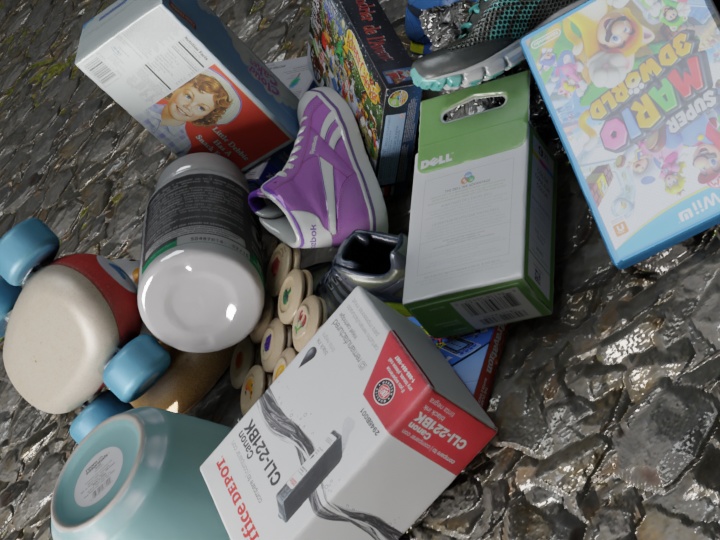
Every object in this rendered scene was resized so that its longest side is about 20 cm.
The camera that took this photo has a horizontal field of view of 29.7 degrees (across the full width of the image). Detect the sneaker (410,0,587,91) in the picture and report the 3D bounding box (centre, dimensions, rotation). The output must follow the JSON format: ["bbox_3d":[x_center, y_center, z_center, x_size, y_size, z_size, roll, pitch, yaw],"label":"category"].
[{"bbox_3d":[0.120,-0.214,1.098,0.199,0.092,0.078,-29,7,-10],"label":"sneaker"}]

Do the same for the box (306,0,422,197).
[{"bbox_3d":[0.000,-0.186,1.282,0.037,0.137,0.201,-12,50,-16],"label":"box"}]

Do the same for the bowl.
[{"bbox_3d":[-0.191,0.198,1.174,0.200,0.105,0.202,-30,37,25],"label":"bowl"}]

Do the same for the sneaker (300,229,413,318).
[{"bbox_3d":[0.000,0.000,1.176,0.199,0.081,0.074,-10,48,45],"label":"sneaker"}]

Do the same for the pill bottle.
[{"bbox_3d":[-0.147,-0.023,1.263,0.113,0.113,0.200,-37,29,17],"label":"pill bottle"}]

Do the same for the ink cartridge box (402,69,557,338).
[{"bbox_3d":[0.098,-0.053,1.078,0.103,0.059,0.201,-14,53,28],"label":"ink cartridge box"}]

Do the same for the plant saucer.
[{"bbox_3d":[-0.192,0.067,1.378,0.200,0.035,0.201,-31,36,26],"label":"plant saucer"}]

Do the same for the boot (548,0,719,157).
[{"bbox_3d":[0.228,-0.165,1.095,0.162,0.073,0.199,-37,31,28],"label":"boot"}]

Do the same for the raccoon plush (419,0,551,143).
[{"bbox_3d":[0.093,-0.139,1.159,0.096,0.134,0.201,-16,44,40],"label":"raccoon plush"}]

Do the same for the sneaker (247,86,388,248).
[{"bbox_3d":[-0.055,-0.098,1.255,0.114,0.073,0.201,-9,44,-13],"label":"sneaker"}]

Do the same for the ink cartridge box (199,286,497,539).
[{"bbox_3d":[-0.015,0.137,1.024,0.200,0.084,0.144,-50,37,10],"label":"ink cartridge box"}]

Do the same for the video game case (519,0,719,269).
[{"bbox_3d":[0.215,-0.120,0.999,0.143,0.018,0.201,-27,68,19],"label":"video game case"}]

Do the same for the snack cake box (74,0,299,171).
[{"bbox_3d":[-0.163,-0.183,1.314,0.115,0.200,0.067,-29,38,24],"label":"snack cake box"}]

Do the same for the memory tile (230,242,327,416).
[{"bbox_3d":[-0.070,0.078,1.181,0.154,0.017,0.200,-67,26,21],"label":"memory tile"}]

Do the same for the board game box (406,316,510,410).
[{"bbox_3d":[0.031,0.084,1.108,0.199,0.019,0.103,-12,49,44],"label":"board game box"}]

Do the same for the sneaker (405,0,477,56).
[{"bbox_3d":[0.104,-0.244,1.299,0.066,0.079,0.200,-16,20,-27],"label":"sneaker"}]

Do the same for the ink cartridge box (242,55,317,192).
[{"bbox_3d":[-0.098,-0.124,1.429,0.136,0.076,0.201,0,54,48],"label":"ink cartridge box"}]

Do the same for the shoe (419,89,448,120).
[{"bbox_3d":[0.051,-0.179,1.330,0.199,0.053,0.070,6,60,52],"label":"shoe"}]

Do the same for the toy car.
[{"bbox_3d":[-0.236,0.034,1.301,0.200,0.184,0.177,-38,-11,-48],"label":"toy car"}]
